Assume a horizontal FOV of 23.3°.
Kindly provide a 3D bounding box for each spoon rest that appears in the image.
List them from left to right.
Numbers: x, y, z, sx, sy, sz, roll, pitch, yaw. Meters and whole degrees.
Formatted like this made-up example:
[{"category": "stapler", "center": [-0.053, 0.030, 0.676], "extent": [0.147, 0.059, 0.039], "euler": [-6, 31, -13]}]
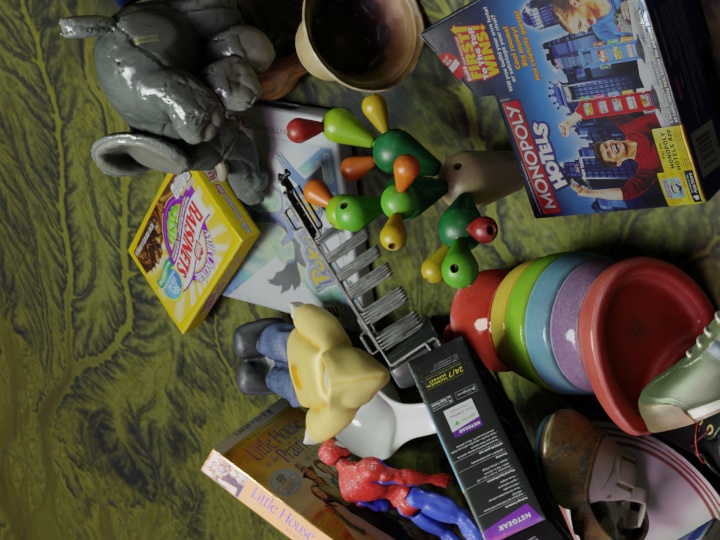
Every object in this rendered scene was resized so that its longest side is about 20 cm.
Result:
[{"category": "spoon rest", "center": [0.030, 0.117, 1.504], "extent": [0.199, 0.061, 0.100], "euler": [-11, 107, 45]}]

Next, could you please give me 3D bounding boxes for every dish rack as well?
[{"category": "dish rack", "center": [0.000, 0.000, 1.393], "extent": [0.201, 0.054, 0.153], "euler": [58, 180, -4]}]

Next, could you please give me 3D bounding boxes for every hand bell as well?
[{"category": "hand bell", "center": [-0.041, -0.168, 1.391], "extent": [0.104, 0.104, 0.200], "euler": [61, 152, -6]}]

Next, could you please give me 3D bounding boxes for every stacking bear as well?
[{"category": "stacking bear", "center": [0.145, 0.041, 1.313], "extent": [0.200, 0.122, 0.114], "euler": [3, 139, 54]}]

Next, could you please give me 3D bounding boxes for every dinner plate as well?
[{"category": "dinner plate", "center": [0.223, 0.205, 1.405], "extent": [0.200, 0.024, 0.201], "euler": [24, 129, 32]}]

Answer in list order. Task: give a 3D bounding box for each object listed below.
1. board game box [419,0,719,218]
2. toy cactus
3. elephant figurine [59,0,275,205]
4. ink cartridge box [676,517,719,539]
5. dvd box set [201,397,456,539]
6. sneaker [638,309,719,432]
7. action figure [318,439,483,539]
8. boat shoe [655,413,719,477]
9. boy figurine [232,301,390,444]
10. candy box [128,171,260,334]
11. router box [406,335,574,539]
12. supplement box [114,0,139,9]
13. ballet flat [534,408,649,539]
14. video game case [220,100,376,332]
[{"category": "board game box", "center": [0.147, -0.142, 1.229], "extent": [0.199, 0.062, 0.201], "euler": [-3, 113, 45]}, {"category": "toy cactus", "center": [0.050, -0.069, 1.290], "extent": [0.200, 0.164, 0.103], "euler": [41, 134, 43]}, {"category": "elephant figurine", "center": [-0.152, -0.125, 1.406], "extent": [0.155, 0.141, 0.200], "euler": [50, 152, 10]}, {"category": "ink cartridge box", "center": [0.280, 0.311, 1.376], "extent": [0.200, 0.043, 0.196], "euler": [47, 137, 1]}, {"category": "dvd box set", "center": [-0.025, 0.199, 1.528], "extent": [0.200, 0.146, 0.029], "euler": [36, 115, 12]}, {"category": "sneaker", "center": [0.269, 0.032, 1.187], "extent": [0.199, 0.067, 0.090], "euler": [-25, 96, 21]}, {"category": "action figure", "center": [0.051, 0.199, 1.497], "extent": [0.199, 0.052, 0.065], "euler": [29, 142, -12]}, {"category": "boat shoe", "center": [0.272, 0.114, 1.275], "extent": [0.201, 0.063, 0.074], "euler": [17, 128, 37]}, {"category": "boy figurine", "center": [-0.040, 0.091, 1.490], "extent": [0.200, 0.064, 0.125], "euler": [14, 109, 62]}, {"category": "candy box", "center": [-0.153, -0.027, 1.581], "extent": [0.102, 0.026, 0.200], "euler": [54, 148, 11]}, {"category": "router box", "center": [0.105, 0.148, 1.314], "extent": [0.150, 0.051, 0.200], "euler": [66, -174, 23]}, {"category": "supplement box", "center": [-0.146, -0.346, 1.318], "extent": [0.200, 0.134, 0.200], "euler": [55, 139, 0]}, {"category": "ballet flat", "center": [0.181, 0.159, 1.305], "extent": [0.070, 0.071, 0.200], "euler": [27, 163, 29]}, {"category": "video game case", "center": [-0.073, -0.054, 1.520], "extent": [0.182, 0.022, 0.201], "euler": [13, 124, 38]}]
